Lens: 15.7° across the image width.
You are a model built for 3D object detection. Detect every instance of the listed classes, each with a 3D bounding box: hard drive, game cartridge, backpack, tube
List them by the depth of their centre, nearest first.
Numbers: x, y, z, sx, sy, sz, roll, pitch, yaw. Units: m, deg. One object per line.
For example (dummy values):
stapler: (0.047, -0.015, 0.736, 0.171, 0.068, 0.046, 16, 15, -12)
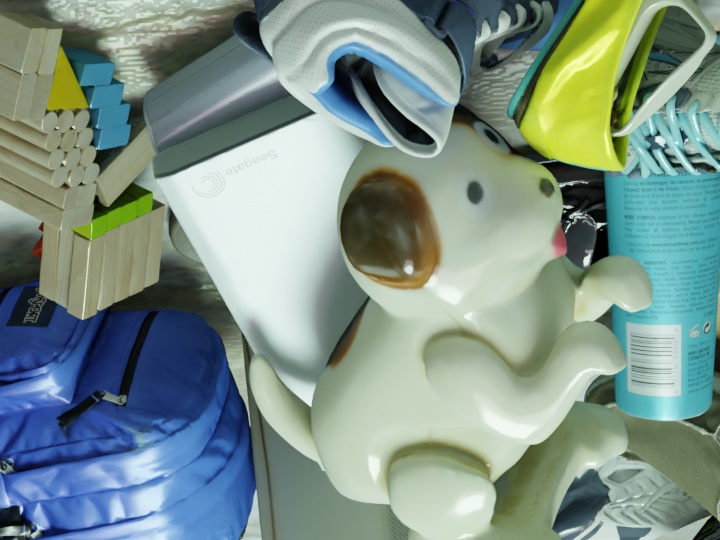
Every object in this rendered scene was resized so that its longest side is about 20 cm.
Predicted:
hard drive: (0.000, 0.000, 1.287, 0.132, 0.027, 0.200, -23, 123, 8)
game cartridge: (-0.013, -0.036, 1.298, 0.133, 0.041, 0.200, -29, 122, 17)
tube: (0.157, -0.023, 1.342, 0.077, 0.050, 0.200, -5, 111, -11)
backpack: (-0.161, 0.094, 1.403, 0.200, 0.163, 0.168, -5, 122, 11)

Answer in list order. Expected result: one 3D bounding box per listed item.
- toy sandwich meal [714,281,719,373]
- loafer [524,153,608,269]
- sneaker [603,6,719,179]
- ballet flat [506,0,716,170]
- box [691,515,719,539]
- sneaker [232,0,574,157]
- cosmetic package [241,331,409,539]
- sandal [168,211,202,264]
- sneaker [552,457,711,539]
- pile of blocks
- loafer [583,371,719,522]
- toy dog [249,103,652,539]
toy sandwich meal: (0.253, 0.032, 1.502, 0.205, 0.070, 0.205, 2, 140, 2)
loafer: (0.132, -0.025, 1.388, 0.200, 0.063, 0.072, -7, 147, -1)
sneaker: (0.154, -0.067, 1.209, 0.086, 0.200, 0.078, -30, 114, -17)
ballet flat: (0.135, -0.133, 1.153, 0.200, 0.067, 0.067, -64, 161, 16)
box: (0.291, 0.134, 1.576, 0.200, 0.048, 0.193, -32, 180, 31)
sneaker: (0.037, -0.099, 1.181, 0.200, 0.147, 0.081, 18, 139, -33)
cosmetic package: (-0.007, 0.104, 1.430, 0.073, 0.200, 0.104, -20, 144, 17)
sandal: (-0.005, 0.001, 1.373, 0.200, 0.055, 0.082, 19, 137, -2)
sneaker: (0.156, 0.158, 1.662, 0.199, 0.080, 0.130, -24, 157, 4)
pile of blocks: (-0.151, -0.064, 1.289, 0.062, 0.082, 0.200, 26, 148, 30)
loafer: (0.202, 0.101, 1.447, 0.200, 0.070, 0.075, 8, 149, 40)
toy dog: (0.044, 0.018, 1.225, 0.194, 0.140, 0.200, 18, 130, 24)
